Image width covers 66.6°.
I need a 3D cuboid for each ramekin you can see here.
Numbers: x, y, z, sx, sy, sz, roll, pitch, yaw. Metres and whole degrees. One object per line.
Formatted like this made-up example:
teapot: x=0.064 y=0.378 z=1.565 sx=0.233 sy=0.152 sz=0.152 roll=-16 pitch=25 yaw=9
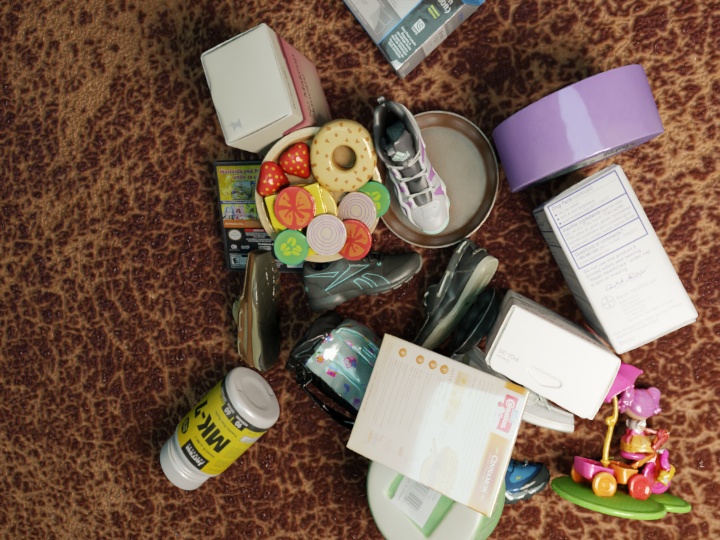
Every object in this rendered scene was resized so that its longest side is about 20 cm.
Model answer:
ramekin: x=0.103 y=0.309 z=0.786 sx=0.194 sy=0.097 sz=0.207 roll=-4 pitch=80 yaw=25

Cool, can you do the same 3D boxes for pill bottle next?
pill bottle: x=-0.240 y=0.270 z=0.926 sx=0.200 sy=0.114 sz=0.115 roll=-44 pitch=83 yaw=13

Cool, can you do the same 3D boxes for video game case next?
video game case: x=-0.139 y=-0.088 z=0.900 sx=0.194 sy=0.026 sz=0.186 roll=1 pitch=108 yaw=15

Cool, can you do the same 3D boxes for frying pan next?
frying pan: x=0.149 y=0.106 z=0.791 sx=0.031 sy=0.115 sz=0.192 roll=33 pitch=67 yaw=1

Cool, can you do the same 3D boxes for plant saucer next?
plant saucer: x=0.114 y=-0.138 z=0.847 sx=0.194 sy=0.034 sz=0.207 roll=1 pitch=93 yaw=15

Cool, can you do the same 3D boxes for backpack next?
backpack: x=-0.005 y=0.155 z=0.839 sx=0.199 sy=0.167 sz=0.128 roll=40 pitch=97 yaw=3

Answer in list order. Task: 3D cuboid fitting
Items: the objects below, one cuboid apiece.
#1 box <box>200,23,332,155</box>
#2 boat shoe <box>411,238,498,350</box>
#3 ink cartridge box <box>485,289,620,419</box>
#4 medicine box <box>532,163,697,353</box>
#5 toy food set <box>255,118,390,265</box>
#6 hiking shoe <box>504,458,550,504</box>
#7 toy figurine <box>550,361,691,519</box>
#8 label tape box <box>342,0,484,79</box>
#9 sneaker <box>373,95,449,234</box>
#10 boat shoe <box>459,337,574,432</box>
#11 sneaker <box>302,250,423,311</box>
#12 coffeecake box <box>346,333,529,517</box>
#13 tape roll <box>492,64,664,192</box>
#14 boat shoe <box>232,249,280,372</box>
box: x=-0.127 y=-0.254 z=0.816 sx=0.106 sy=0.200 sz=0.132 roll=-18 pitch=90 yaw=15
boat shoe: x=0.130 y=0.047 z=0.840 sx=0.067 sy=0.071 sz=0.203 roll=40 pitch=111 yaw=26
ink cartridge box: x=0.250 y=0.102 z=0.740 sx=0.144 sy=0.200 sz=0.085 roll=27 pitch=99 yaw=11
medicine box: x=0.321 y=-0.018 z=0.723 sx=0.101 sy=0.182 sz=0.204 roll=-27 pitch=88 yaw=14
toy food set: x=-0.056 y=-0.104 z=0.796 sx=0.194 sy=0.049 sz=0.203 roll=-15 pitch=108 yaw=2
hiking shoe: x=0.186 y=0.300 z=0.835 sx=0.194 sy=0.074 sz=0.090 roll=-8 pitch=92 yaw=15
toy figurine: x=0.374 y=0.225 z=0.767 sx=0.194 sy=0.150 sz=0.190 roll=8 pitch=86 yaw=-8
label tape box: x=0.090 y=-0.418 z=0.819 sx=0.199 sy=0.063 sz=0.146 roll=-40 pitch=84 yaw=14
sneaker: x=0.063 y=-0.146 z=0.769 sx=0.076 sy=0.140 sz=0.204 roll=-26 pitch=87 yaw=14
boat shoe: x=0.220 y=0.169 z=0.800 sx=0.199 sy=0.074 sz=0.066 roll=26 pitch=92 yaw=38
sneaker: x=0.000 y=0.000 z=0.852 sx=0.195 sy=0.076 sz=0.081 roll=-18 pitch=101 yaw=6
coffeecake box: x=0.102 y=0.193 z=0.709 sx=0.195 sy=0.073 sz=0.158 roll=19 pitch=85 yaw=22
tape roll: x=0.278 y=-0.179 z=0.715 sx=0.195 sy=0.200 sz=0.087 roll=-19 pitch=89 yaw=15
boat shoe: x=-0.180 y=0.068 z=0.910 sx=0.072 sy=0.075 sz=0.207 roll=8 pitch=104 yaw=23
